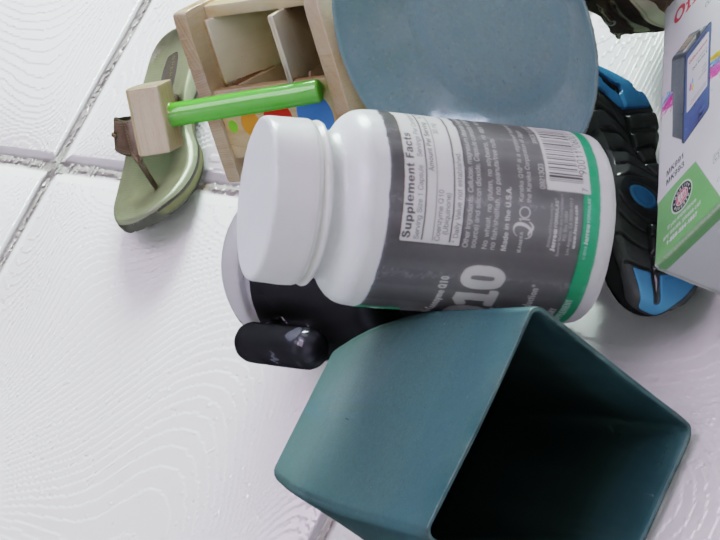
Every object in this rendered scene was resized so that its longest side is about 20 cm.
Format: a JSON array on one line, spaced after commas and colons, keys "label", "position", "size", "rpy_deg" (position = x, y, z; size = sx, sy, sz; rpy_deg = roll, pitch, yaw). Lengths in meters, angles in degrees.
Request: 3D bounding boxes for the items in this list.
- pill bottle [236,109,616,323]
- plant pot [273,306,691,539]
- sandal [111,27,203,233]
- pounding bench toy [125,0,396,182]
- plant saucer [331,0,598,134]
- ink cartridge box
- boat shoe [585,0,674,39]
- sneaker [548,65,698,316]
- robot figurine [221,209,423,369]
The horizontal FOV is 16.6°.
[{"label": "pill bottle", "position": [0.036, -0.032, 1.418], "size": [0.113, 0.200, 0.113], "rpy_deg": [-175, 90, -75]}, {"label": "plant pot", "position": [0.054, 0.110, 1.419], "size": [0.200, 0.141, 0.141], "rpy_deg": [3, 62, 55]}, {"label": "sandal", "position": [-0.162, -0.110, 1.878], "size": [0.080, 0.057, 0.201], "rpy_deg": [-24, 45, 30]}, {"label": "pounding bench toy", "position": [-0.038, -0.127, 1.638], "size": [0.156, 0.124, 0.200], "rpy_deg": [-1, 23, 45]}, {"label": "plant saucer", "position": [0.071, -0.149, 1.517], "size": [0.201, 0.201, 0.039], "rpy_deg": [-4, 21, 44]}, {"label": "ink cartridge box", "position": [0.238, -0.102, 1.388], "size": [0.145, 0.087, 0.200], "rpy_deg": [-50, 25, 49]}, {"label": "boat shoe", "position": [0.149, -0.183, 1.509], "size": [0.075, 0.202, 0.075], "rpy_deg": [-13, 71, 21]}, {"label": "sneaker", "position": [0.154, -0.034, 1.500], "size": [0.082, 0.073, 0.200], "rpy_deg": [-52, 29, 32]}, {"label": "robot figurine", "position": [0.001, 0.001, 1.571], "size": [0.200, 0.150, 0.125], "rpy_deg": [4, 90, 46]}]
